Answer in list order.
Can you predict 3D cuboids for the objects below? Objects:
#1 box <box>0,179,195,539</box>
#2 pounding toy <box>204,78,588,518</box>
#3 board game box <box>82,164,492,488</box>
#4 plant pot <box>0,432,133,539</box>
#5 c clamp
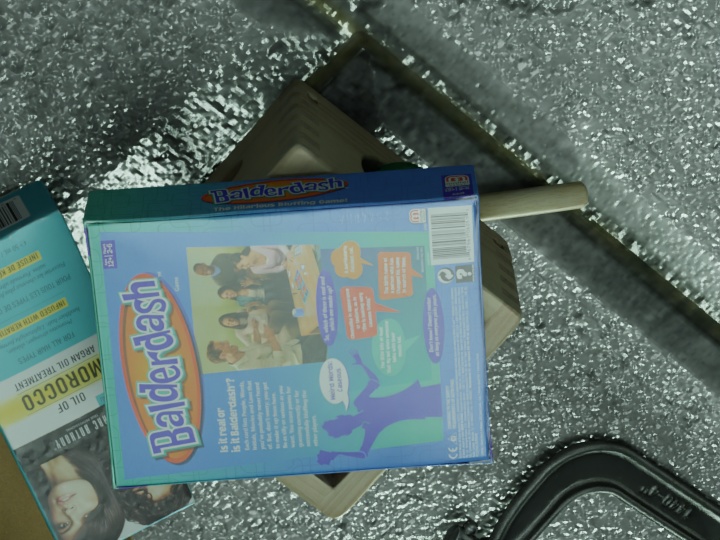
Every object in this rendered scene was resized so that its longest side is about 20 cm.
[{"bbox_3d":[-0.167,0.058,1.575,0.082,0.049,0.201,-27,119,-7],"label":"box"},{"bbox_3d":[0.000,0.000,1.563,0.184,0.142,0.200,37,107,-16],"label":"pounding toy"},{"bbox_3d":[-0.035,0.029,1.473,0.199,0.045,0.153,-3,114,0],"label":"board game box"},{"bbox_3d":[-0.231,0.148,1.659,0.199,0.028,0.201,-7,126,-9],"label":"plant pot"},{"bbox_3d":[0.136,0.184,1.772,0.199,0.027,0.171,27,105,-28],"label":"c clamp"}]
